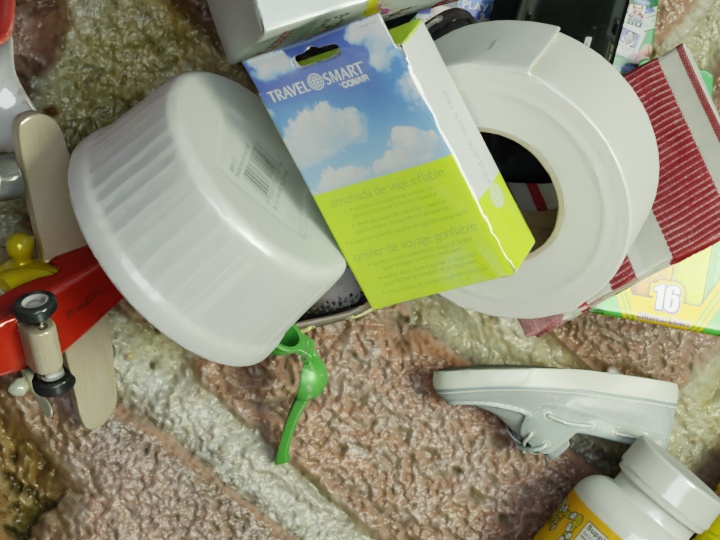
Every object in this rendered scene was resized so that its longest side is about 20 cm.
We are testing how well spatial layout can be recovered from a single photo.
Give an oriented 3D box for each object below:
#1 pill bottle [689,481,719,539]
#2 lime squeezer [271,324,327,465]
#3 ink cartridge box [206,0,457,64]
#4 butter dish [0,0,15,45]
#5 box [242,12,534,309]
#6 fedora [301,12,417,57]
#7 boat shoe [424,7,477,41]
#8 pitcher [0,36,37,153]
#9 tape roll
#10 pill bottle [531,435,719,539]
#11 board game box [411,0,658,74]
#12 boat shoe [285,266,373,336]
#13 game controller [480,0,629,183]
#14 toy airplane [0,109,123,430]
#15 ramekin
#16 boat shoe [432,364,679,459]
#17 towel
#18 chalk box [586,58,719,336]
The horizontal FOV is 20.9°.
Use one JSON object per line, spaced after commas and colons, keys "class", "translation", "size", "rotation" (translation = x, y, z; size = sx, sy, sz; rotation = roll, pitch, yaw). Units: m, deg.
{"class": "pill bottle", "translation": [0.294, 0.247, 1.528], "size": [0.104, 0.104, 0.201], "rotation": [32, 86, -9]}
{"class": "lime squeezer", "translation": [-0.065, 0.062, 1.451], "size": [0.038, 0.070, 0.201], "rotation": [-60, 137, -42]}
{"class": "ink cartridge box", "translation": [-0.011, -0.243, 1.339], "size": [0.199, 0.145, 0.146], "rotation": [-17, 91, -13]}
{"class": "butter dish", "translation": [-0.342, -0.256, 1.346], "size": [0.198, 0.148, 0.200], "rotation": [-3, 52, -9]}
{"class": "box", "translation": [0.019, -0.077, 1.306], "size": [0.121, 0.048, 0.201], "rotation": [-15, 113, 34]}
{"class": "fedora", "translation": [-0.028, -0.253, 1.459], "size": [0.199, 0.092, 0.202], "rotation": [1, 87, -14]}
{"class": "boat shoe", "translation": [0.014, -0.122, 1.444], "size": [0.199, 0.073, 0.063], "rotation": [-33, 54, 22]}
{"class": "pitcher", "translation": [-0.339, -0.135, 1.408], "size": [0.199, 0.121, 0.173], "rotation": [-13, 81, -19]}
{"class": "tape roll", "translation": [0.102, -0.069, 1.346], "size": [0.203, 0.202, 0.071], "rotation": [48, 41, -8]}
{"class": "pill bottle", "translation": [0.184, 0.229, 1.490], "size": [0.113, 0.113, 0.200], "rotation": [38, 96, -9]}
{"class": "board game box", "translation": [0.137, -0.227, 1.521], "size": [0.198, 0.029, 0.136], "rotation": [8, 90, -10]}
{"class": "boat shoe", "translation": [0.000, 0.000, 1.472], "size": [0.199, 0.060, 0.072], "rotation": [-20, 98, 5]}
{"class": "game controller", "translation": [0.136, -0.154, 1.442], "size": [0.104, 0.042, 0.201], "rotation": [8, 65, 20]}
{"class": "toy airplane", "translation": [-0.222, 0.003, 1.420], "size": [0.140, 0.199, 0.201], "rotation": [11, 81, 31]}
{"class": "ramekin", "translation": [-0.097, -0.042, 1.357], "size": [0.098, 0.201, 0.201], "rotation": [-38, 99, 25]}
{"class": "boat shoe", "translation": [0.152, 0.112, 1.516], "size": [0.199, 0.070, 0.072], "rotation": [6, 87, -12]}
{"class": "towel", "translation": [0.178, -0.056, 1.417], "size": [0.199, 0.023, 0.145], "rotation": [-29, 70, 22]}
{"class": "chalk box", "translation": [0.231, -0.060, 1.495], "size": [0.124, 0.124, 0.202], "rotation": [9, 91, -10]}
